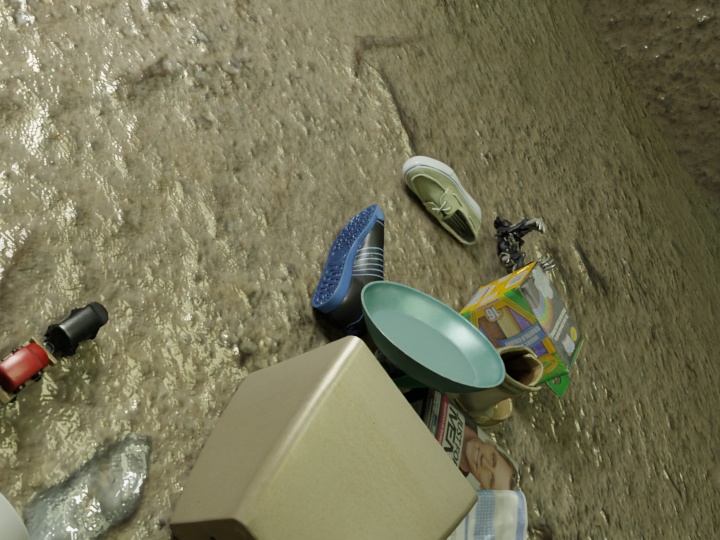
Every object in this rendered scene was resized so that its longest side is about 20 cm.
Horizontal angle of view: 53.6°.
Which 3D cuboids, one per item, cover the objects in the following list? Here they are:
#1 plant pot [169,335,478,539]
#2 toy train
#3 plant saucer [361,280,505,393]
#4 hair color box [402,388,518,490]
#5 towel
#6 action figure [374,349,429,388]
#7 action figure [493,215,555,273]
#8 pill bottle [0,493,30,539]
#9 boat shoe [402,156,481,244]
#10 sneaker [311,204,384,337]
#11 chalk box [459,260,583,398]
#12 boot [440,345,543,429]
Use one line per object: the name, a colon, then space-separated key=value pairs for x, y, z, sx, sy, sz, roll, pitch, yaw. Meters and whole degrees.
plant pot: x=-0.050 y=0.212 z=0.653 sx=0.201 sy=0.199 sz=0.177 roll=53 pitch=48 yaw=-11
toy train: x=-0.275 y=0.082 z=0.569 sx=0.034 sy=0.046 sz=0.200 roll=54 pitch=37 yaw=-10
plant saucer: x=0.081 y=0.086 z=0.860 sx=0.198 sy=0.036 sz=0.200 roll=25 pitch=21 yaw=-11
hair color box: x=0.127 y=0.250 z=0.939 sx=0.200 sy=0.060 sz=0.101 roll=44 pitch=40 yaw=-24
towel: x=0.132 y=0.342 z=0.859 sx=0.198 sy=0.024 sz=0.149 roll=11 pitch=75 yaw=-35
action figure: x=0.006 y=0.123 z=0.851 sx=0.198 sy=0.118 sz=0.055 roll=0 pitch=81 yaw=-40
action figure: x=0.296 y=-0.031 z=1.287 sx=0.119 sy=0.101 sz=0.201 roll=58 pitch=25 yaw=-36
pill bottle: x=-0.295 y=0.211 z=0.406 sx=0.112 sy=0.110 sz=0.200 roll=56 pitch=37 yaw=-7
boat shoe: x=0.144 y=-0.115 z=1.188 sx=0.199 sy=0.072 sz=0.063 roll=35 pitch=41 yaw=-36
sneaker: x=0.000 y=0.000 z=0.946 sx=0.078 sy=0.070 sz=0.201 roll=46 pitch=45 yaw=-24
chalk box: x=0.271 y=0.112 z=1.154 sx=0.201 sy=0.123 sz=0.124 roll=60 pitch=35 yaw=-4
boot: x=0.193 y=0.164 z=0.994 sx=0.199 sy=0.154 sz=0.073 roll=22 pitch=51 yaw=-41
